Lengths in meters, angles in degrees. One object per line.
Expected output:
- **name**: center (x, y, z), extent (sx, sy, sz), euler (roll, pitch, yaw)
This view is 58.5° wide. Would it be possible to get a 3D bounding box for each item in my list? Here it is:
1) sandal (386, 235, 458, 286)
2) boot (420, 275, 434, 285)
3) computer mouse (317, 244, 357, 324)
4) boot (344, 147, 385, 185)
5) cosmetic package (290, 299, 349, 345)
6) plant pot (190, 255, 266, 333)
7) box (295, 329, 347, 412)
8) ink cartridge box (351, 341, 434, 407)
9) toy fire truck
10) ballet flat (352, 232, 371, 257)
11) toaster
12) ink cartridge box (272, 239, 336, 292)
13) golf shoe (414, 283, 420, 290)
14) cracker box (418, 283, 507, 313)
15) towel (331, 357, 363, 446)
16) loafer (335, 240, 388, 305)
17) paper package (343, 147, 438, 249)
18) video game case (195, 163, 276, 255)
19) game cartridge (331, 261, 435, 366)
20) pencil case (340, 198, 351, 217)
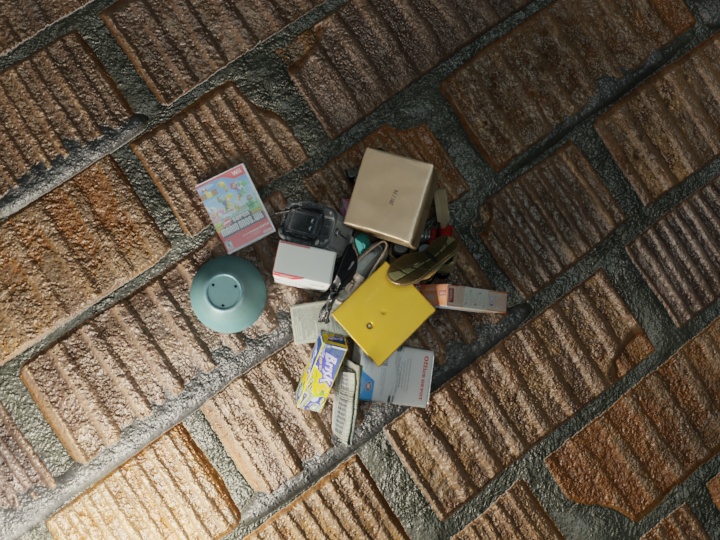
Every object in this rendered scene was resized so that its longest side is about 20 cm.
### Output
- **sandal**: center (0.157, -0.015, 1.574), extent (0.198, 0.054, 0.081), euler (-31, 57, -16)
- **boot**: center (0.135, 0.046, 1.715), extent (0.075, 0.074, 0.201), euler (32, 75, 9)
- **computer mouse**: center (-0.050, 0.041, 1.564), extent (0.045, 0.141, 0.201), euler (22, 44, -4)
- **boot**: center (0.056, -0.231, 1.685), extent (0.130, 0.068, 0.200), euler (-37, 55, -15)
- **cosmetic package**: center (-0.079, 0.128, 1.667), extent (0.196, 0.087, 0.105), euler (-7, 85, -6)
- **plant pot**: center (-0.337, 0.057, 1.619), extent (0.196, 0.135, 0.204), euler (1, 85, -7)
- **box**: center (-0.100, 0.254, 1.620), extent (0.069, 0.064, 0.202), euler (15, 111, -17)
- **ink cartridge box**: center (0.078, 0.266, 1.663), extent (0.197, 0.086, 0.149), euler (10, 84, -17)
- **toy fire truck**: center (0.169, -0.102, 1.682), extent (0.173, 0.129, 0.203), euler (6, 58, 7)
- **ballet flat**: center (0.021, -0.002, 1.699), extent (0.067, 0.067, 0.203), euler (-11, 88, -13)
- **toaster**: center (-0.115, -0.103, 1.635), extent (0.198, 0.129, 0.115), euler (13, 82, 32)
- **ink cartridge box**: center (-0.142, -0.006, 1.615), extent (0.142, 0.200, 0.085), euler (12, 81, -5)
- **golf shoe**: center (0.085, 0.083, 1.644), extent (0.075, 0.091, 0.202), euler (33, 77, -37)
- **cracker box**: center (0.260, 0.073, 1.655), extent (0.197, 0.133, 0.059), euler (8, 85, -30)
- **towel**: center (-0.039, 0.321, 1.606), extent (0.034, 0.192, 0.204), euler (8, 85, -12)
- **loafer**: center (0.000, 0.000, 1.623), extent (0.072, 0.063, 0.201), euler (39, 76, 4)
- **paper package**: center (0.077, -0.176, 1.582), extent (0.188, 0.103, 0.203), euler (17, 88, 16)
- **video game case**: center (-0.328, -0.162, 1.695), extent (0.141, 0.017, 0.202), euler (-27, 89, -7)
- **game cartridge**: center (0.057, 0.103, 1.578), extent (0.200, 0.032, 0.177), euler (-42, 84, -7)
- **pencil case**: center (0.046, -0.166, 1.709), extent (0.197, 0.087, 0.089), euler (-13, 87, -8)
